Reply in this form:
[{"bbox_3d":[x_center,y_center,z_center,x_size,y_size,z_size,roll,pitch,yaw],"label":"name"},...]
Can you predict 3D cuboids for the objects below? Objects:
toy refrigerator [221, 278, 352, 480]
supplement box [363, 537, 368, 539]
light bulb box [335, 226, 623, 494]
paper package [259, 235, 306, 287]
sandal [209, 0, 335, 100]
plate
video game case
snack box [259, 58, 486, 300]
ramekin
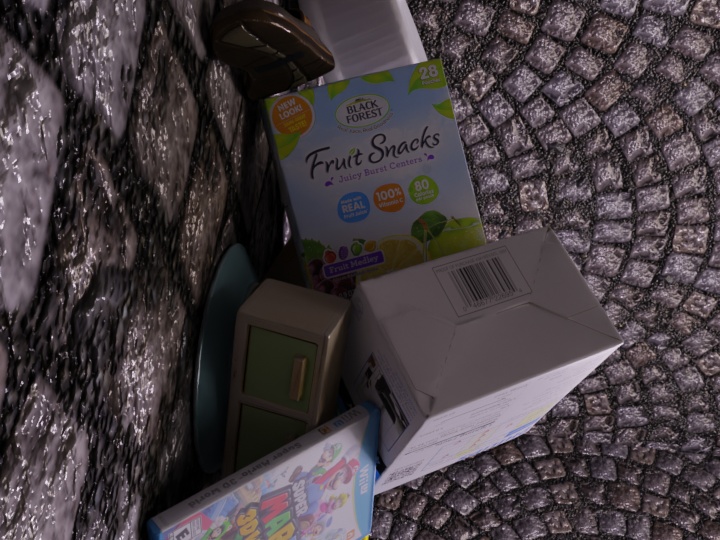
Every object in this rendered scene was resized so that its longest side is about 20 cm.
[{"bbox_3d":[-0.064,0.116,0.685,0.070,0.076,0.201,-55,157,-62],"label":"toy refrigerator"},{"bbox_3d":[-0.039,0.534,1.679,0.109,0.109,0.201,-72,168,-69],"label":"supplement box"},{"bbox_3d":[0.083,0.085,0.747,0.125,0.198,0.200,63,-26,23],"label":"light bulb box"},{"bbox_3d":[0.000,0.000,0.918,0.191,0.103,0.200,-56,163,-5],"label":"paper package"},{"bbox_3d":[-0.073,-0.181,0.666,0.200,0.081,0.055,4,69,-79],"label":"sandal"},{"bbox_3d":[-0.107,0.077,0.739,0.200,0.025,0.201,6,90,-85],"label":"plate"},{"bbox_3d":[-0.066,0.198,0.648,0.200,0.018,0.144,-23,129,-36],"label":"video game case"},{"bbox_3d":[0.013,-0.075,0.774,0.068,0.168,0.201,-178,-107,-80],"label":"snack box"},{"bbox_3d":[0.014,-0.246,0.936,0.200,0.097,0.201,-19,90,-78],"label":"ramekin"}]
